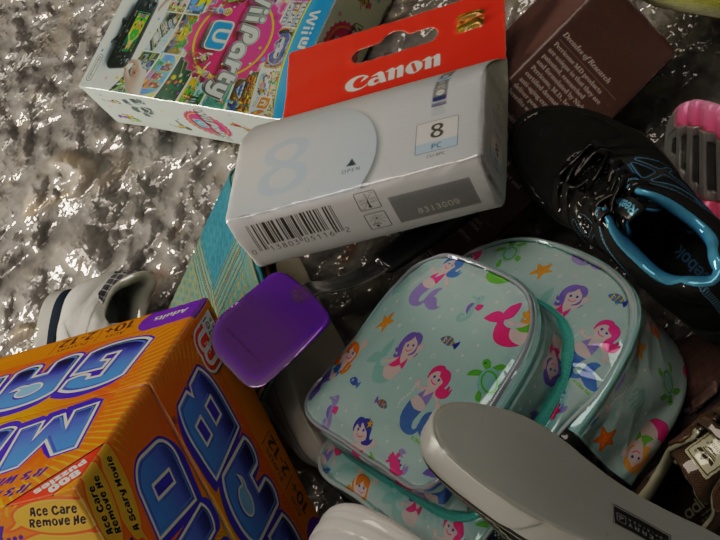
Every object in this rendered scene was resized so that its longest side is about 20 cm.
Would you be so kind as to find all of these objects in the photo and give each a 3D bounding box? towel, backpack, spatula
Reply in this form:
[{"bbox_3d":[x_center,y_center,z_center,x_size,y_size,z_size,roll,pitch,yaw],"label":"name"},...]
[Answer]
[{"bbox_3d":[-0.090,0.047,1.088,0.200,0.022,0.147,119,145,-46],"label":"towel"},{"bbox_3d":[0.080,0.075,0.973,0.200,0.151,0.177,-47,37,-11],"label":"backpack"},{"bbox_3d":[0.000,0.000,0.992,0.200,0.021,0.057,-31,53,-25],"label":"spatula"}]

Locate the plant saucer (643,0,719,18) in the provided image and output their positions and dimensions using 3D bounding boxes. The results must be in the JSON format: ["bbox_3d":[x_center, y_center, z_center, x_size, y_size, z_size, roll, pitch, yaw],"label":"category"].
[{"bbox_3d":[0.272,-0.200,1.039,0.199,0.048,0.200,18,40,35],"label":"plant saucer"}]

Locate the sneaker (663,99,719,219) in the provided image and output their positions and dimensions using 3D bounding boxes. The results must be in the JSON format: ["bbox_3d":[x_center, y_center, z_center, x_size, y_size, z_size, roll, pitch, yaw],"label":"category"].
[{"bbox_3d":[0.264,-0.057,0.999,0.200,0.095,0.079,27,119,54],"label":"sneaker"}]

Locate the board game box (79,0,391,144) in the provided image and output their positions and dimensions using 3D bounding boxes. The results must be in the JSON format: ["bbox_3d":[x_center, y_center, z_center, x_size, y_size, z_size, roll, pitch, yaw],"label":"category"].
[{"bbox_3d":[-0.093,-0.173,1.264,0.200,0.064,0.148,12,71,33],"label":"board game box"}]

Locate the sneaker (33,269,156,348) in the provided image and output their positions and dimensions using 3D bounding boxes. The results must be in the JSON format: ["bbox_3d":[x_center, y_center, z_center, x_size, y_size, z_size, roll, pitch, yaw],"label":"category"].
[{"bbox_3d":[-0.182,0.089,1.153,0.080,0.076,0.200,-18,57,27],"label":"sneaker"}]

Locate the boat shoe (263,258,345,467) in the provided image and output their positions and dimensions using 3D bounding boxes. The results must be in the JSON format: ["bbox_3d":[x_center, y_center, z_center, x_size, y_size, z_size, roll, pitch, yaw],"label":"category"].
[{"bbox_3d":[-0.058,0.058,1.115,0.069,0.072,0.200,-46,55,27],"label":"boat shoe"}]

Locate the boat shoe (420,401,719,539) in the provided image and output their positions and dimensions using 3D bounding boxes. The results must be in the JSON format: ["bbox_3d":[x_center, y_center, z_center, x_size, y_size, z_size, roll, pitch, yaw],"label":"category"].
[{"bbox_3d":[0.109,0.140,0.861,0.064,0.200,0.071,-53,9,34],"label":"boat shoe"}]

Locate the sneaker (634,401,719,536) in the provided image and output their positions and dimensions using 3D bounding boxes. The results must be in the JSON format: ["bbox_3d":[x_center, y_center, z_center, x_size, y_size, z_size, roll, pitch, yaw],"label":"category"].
[{"bbox_3d":[0.208,0.094,0.881,0.070,0.075,0.200,54,129,28],"label":"sneaker"}]

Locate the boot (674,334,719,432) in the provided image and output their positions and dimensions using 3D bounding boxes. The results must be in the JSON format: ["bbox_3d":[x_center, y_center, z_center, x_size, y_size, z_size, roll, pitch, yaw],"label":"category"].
[{"bbox_3d":[0.264,0.094,0.925,0.166,0.072,0.200,-30,55,29],"label":"boot"}]

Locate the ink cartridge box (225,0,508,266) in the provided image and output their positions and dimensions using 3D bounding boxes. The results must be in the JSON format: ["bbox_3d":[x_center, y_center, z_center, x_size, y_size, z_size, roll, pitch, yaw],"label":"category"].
[{"bbox_3d":[0.009,-0.103,1.028,0.160,0.047,0.200,-14,44,20],"label":"ink cartridge box"}]

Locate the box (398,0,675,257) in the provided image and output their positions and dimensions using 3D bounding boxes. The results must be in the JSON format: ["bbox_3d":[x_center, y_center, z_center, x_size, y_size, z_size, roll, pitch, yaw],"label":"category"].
[{"bbox_3d":[0.096,-0.096,1.081,0.200,0.075,0.100,-44,15,-1],"label":"box"}]

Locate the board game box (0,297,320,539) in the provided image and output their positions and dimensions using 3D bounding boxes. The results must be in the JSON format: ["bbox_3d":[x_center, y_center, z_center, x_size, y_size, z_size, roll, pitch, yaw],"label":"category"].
[{"bbox_3d":[-0.161,0.169,0.971,0.199,0.200,0.200,-16,22,24],"label":"board game box"}]

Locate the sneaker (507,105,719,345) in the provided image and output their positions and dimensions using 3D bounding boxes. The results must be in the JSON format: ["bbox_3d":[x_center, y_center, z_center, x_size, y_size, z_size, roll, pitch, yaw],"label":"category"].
[{"bbox_3d":[0.154,-0.041,0.962,0.073,0.082,0.200,-50,57,4],"label":"sneaker"}]

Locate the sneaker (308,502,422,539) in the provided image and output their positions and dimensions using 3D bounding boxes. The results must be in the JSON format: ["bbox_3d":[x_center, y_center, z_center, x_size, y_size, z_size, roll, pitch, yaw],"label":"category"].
[{"bbox_3d":[0.044,0.193,0.855,0.200,0.075,0.089,16,46,31],"label":"sneaker"}]
